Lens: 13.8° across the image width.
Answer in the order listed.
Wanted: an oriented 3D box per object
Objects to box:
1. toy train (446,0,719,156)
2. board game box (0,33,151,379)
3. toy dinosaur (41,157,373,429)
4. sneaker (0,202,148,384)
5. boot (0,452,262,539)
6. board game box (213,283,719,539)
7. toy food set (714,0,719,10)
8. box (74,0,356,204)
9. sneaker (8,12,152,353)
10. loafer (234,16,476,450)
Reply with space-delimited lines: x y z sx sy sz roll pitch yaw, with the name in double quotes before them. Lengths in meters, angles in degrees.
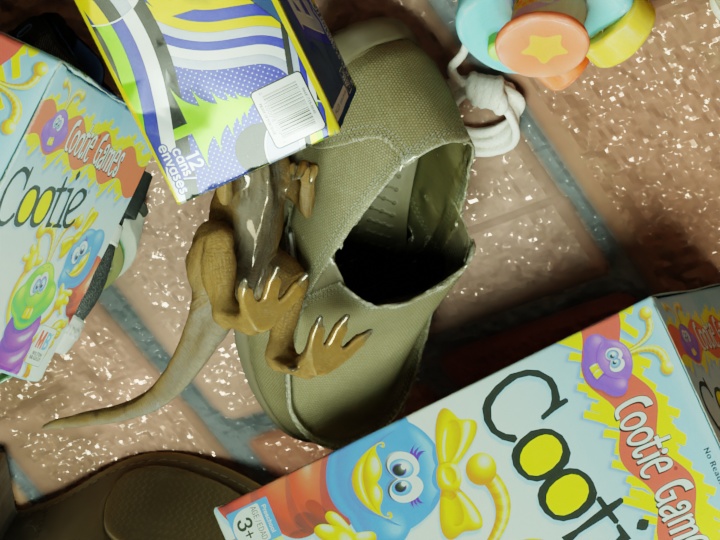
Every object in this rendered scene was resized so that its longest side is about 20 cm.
"toy train" 0.120 -0.071 1.075 0.200 0.056 0.150 1 131 9
"board game box" -0.190 -0.054 1.036 0.200 0.103 0.105 25 178 19
"toy dinosaur" -0.048 0.004 1.108 0.060 0.106 0.200 4 118 -33
"sneaker" -0.172 0.029 1.193 0.077 0.089 0.200 38 127 -23
"boot" -0.105 0.155 1.308 0.200 0.074 0.155 10 132 18
"board game box" 0.064 0.094 1.160 0.200 0.105 0.103 -27 82 23
"toy food set" 0.210 -0.123 0.972 0.200 0.049 0.198 -20 142 3
"box" -0.073 -0.128 0.996 0.064 0.070 0.200 -23 103 11
"sneaker" -0.161 -0.059 1.134 0.200 0.112 0.073 29 177 22
"loafer" 0.000 0.000 1.135 0.076 0.067 0.200 -19 136 -24
